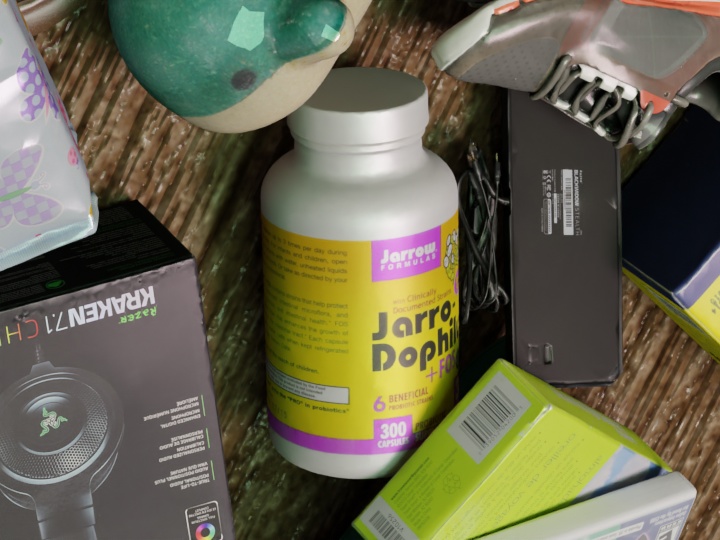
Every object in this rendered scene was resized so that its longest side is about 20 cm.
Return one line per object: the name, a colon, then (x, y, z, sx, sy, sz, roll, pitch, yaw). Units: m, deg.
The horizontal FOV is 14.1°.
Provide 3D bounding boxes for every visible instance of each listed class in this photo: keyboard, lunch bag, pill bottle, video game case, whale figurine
keyboard: (0.092, -0.036, 1.578, 0.104, 0.040, 0.201, 0, 88, -31)
lunch bag: (-0.246, -0.072, 1.360, 0.199, 0.127, 0.170, -24, 127, -2)
pill bottle: (0.000, 0.000, 1.525, 0.104, 0.104, 0.201, -11, 114, -21)
video game case: (0.082, 0.205, 1.584, 0.199, 0.023, 0.183, -15, 137, -36)
whale figurine: (-0.042, -0.163, 1.411, 0.104, 0.159, 0.200, 33, 114, -34)

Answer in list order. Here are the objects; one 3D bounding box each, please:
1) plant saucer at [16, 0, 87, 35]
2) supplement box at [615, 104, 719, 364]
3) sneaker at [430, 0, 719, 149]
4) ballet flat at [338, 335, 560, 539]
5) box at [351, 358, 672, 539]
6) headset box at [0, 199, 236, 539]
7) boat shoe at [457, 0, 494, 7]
plant saucer: (-0.187, -0.197, 1.404, 0.199, 0.032, 0.201, -9, 113, -21)
supplement box: (0.242, 0.012, 1.641, 0.109, 0.110, 0.200, -48, 121, 0)
sneaker: (0.131, -0.105, 1.526, 0.199, 0.077, 0.082, -6, 74, -32)
ballet flat: (0.055, 0.115, 1.627, 0.200, 0.069, 0.063, -49, 136, 8)
box: (0.091, 0.126, 1.575, 0.122, 0.048, 0.200, -48, 149, 7)
headset box: (-0.165, 0.089, 1.490, 0.173, 0.093, 0.201, -15, 116, -19)
boat shoe: (0.077, -0.170, 1.515, 0.199, 0.068, 0.072, 1, 109, -25)
